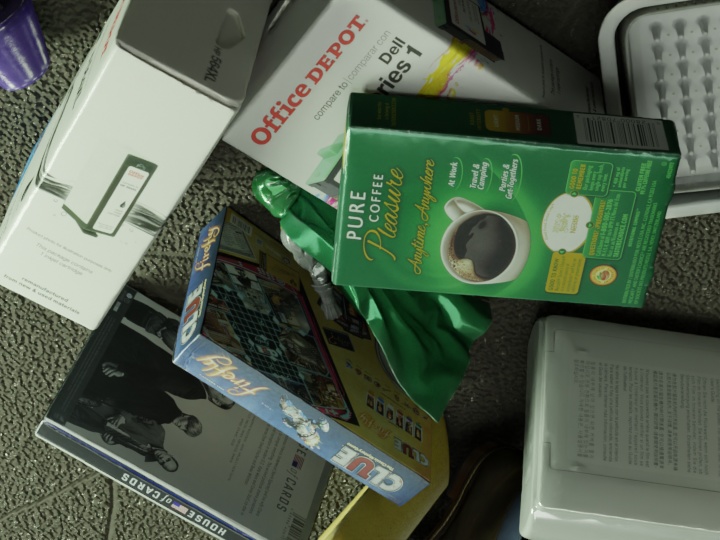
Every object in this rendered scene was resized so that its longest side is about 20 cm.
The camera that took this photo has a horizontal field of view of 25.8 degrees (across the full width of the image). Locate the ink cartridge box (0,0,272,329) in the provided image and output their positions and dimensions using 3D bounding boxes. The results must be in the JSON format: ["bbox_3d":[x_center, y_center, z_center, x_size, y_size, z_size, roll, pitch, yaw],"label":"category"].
[{"bbox_3d":[-0.144,-0.088,0.974,0.084,0.147,0.200,27,125,-15],"label":"ink cartridge box"}]

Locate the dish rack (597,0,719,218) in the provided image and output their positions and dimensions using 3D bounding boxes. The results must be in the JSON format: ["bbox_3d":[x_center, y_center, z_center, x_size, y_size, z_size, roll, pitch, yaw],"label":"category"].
[{"bbox_3d":[0.253,-0.119,0.986,0.198,0.044,0.173,-7,129,10],"label":"dish rack"}]

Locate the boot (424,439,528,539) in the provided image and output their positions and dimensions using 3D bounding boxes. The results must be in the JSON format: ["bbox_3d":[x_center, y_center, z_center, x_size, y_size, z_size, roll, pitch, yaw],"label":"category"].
[{"bbox_3d":[0.089,0.227,1.159,0.074,0.097,0.202,22,85,-26],"label":"boot"}]

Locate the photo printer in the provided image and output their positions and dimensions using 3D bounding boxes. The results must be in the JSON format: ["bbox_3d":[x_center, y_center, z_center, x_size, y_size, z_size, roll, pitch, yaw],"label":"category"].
[{"bbox_3d":[0.215,0.121,1.110,0.198,0.168,0.070,7,149,-3],"label":"photo printer"}]

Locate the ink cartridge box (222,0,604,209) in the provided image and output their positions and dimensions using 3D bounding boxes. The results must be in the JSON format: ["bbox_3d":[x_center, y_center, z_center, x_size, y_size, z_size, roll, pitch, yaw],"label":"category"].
[{"bbox_3d":[0.033,-0.102,0.988,0.199,0.084,0.145,30,125,-20],"label":"ink cartridge box"}]

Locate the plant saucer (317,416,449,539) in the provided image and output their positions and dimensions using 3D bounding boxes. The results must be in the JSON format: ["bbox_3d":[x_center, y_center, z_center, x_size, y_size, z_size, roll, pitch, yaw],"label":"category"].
[{"bbox_3d":[-0.013,0.217,1.178,0.048,0.200,0.200,41,125,4],"label":"plant saucer"}]

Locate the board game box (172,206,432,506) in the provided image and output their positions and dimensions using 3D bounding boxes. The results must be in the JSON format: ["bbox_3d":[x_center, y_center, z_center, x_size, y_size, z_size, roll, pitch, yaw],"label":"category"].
[{"bbox_3d":[-0.033,0.059,1.093,0.199,0.136,0.035,36,124,-22],"label":"board game box"}]

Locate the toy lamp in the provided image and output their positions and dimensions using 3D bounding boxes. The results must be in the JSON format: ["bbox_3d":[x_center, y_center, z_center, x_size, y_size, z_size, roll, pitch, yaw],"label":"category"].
[{"bbox_3d":[-0.254,-0.197,0.951,0.058,0.058,0.201,-19,125,18],"label":"toy lamp"}]

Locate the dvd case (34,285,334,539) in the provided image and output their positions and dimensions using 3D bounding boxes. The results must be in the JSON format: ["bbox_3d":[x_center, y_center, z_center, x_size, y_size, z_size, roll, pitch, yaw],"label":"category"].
[{"bbox_3d":[-0.112,0.109,1.109,0.199,0.151,0.025,31,129,-8],"label":"dvd case"}]

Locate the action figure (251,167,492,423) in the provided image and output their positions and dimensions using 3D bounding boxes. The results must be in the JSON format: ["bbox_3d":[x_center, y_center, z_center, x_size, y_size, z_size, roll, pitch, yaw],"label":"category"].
[{"bbox_3d":[0.000,0.000,1.077,0.055,0.118,0.200,-28,114,39],"label":"action figure"}]

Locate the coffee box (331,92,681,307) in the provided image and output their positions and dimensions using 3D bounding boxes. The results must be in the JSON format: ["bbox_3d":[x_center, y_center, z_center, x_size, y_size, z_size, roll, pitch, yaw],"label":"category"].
[{"bbox_3d":[0.084,-0.042,0.952,0.198,0.044,0.124,3,130,-1],"label":"coffee box"}]
